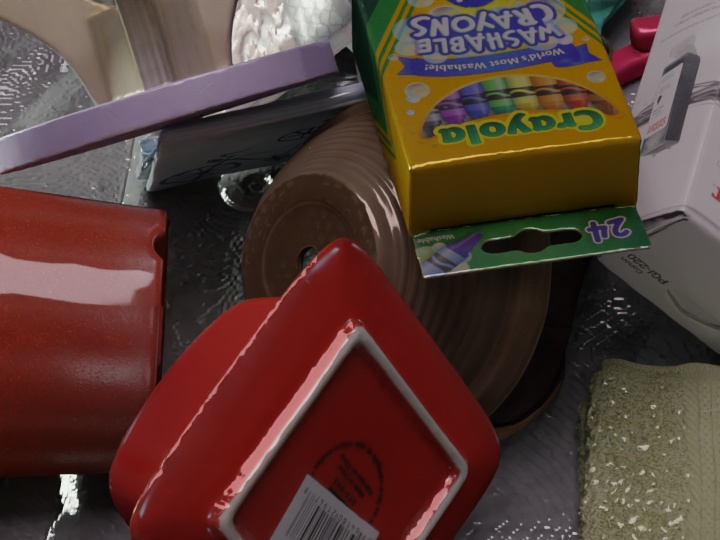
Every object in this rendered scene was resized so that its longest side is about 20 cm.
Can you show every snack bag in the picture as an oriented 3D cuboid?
[{"bbox_3d":[-0.043,-0.088,1.639,0.188,0.200,0.021,-13,85,-7],"label":"snack bag"}]

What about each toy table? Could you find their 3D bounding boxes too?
[{"bbox_3d":[-0.124,-0.138,1.536,0.199,0.118,0.184,-16,2,-10],"label":"toy table"}]

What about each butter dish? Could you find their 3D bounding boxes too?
[{"bbox_3d":[-0.054,0.101,1.428,0.148,0.200,0.200,15,62,44],"label":"butter dish"}]

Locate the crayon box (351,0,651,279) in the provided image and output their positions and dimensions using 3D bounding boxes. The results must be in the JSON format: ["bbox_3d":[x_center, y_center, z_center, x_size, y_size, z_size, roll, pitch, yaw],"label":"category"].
[{"bbox_3d":[0.074,-0.087,1.461,0.125,0.052,0.200,-8,43,-8],"label":"crayon box"}]

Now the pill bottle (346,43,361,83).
[{"bbox_3d":[0.032,-0.198,1.712,0.112,0.200,0.113,-2,44,2],"label":"pill bottle"}]

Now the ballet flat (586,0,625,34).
[{"bbox_3d":[0.123,-0.162,1.750,0.067,0.070,0.200,-22,26,39],"label":"ballet flat"}]

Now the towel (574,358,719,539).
[{"bbox_3d":[0.189,0.126,1.490,0.148,0.037,0.200,1,45,7],"label":"towel"}]

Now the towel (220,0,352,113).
[{"bbox_3d":[-0.076,-0.203,1.672,0.032,0.191,0.201,-3,70,-40],"label":"towel"}]

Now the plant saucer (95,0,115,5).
[{"bbox_3d":[-0.094,-0.191,1.824,0.199,0.050,0.201,-3,44,3],"label":"plant saucer"}]

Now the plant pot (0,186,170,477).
[{"bbox_3d":[-0.207,0.034,1.520,0.194,0.201,0.201,3,45,-3],"label":"plant pot"}]

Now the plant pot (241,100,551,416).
[{"bbox_3d":[0.000,0.000,1.510,0.201,0.201,0.093,38,21,35],"label":"plant pot"}]

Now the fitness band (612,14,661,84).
[{"bbox_3d":[0.232,-0.106,1.722,0.199,0.037,0.144,-6,47,0],"label":"fitness band"}]

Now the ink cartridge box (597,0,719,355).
[{"bbox_3d":[0.229,-0.062,1.570,0.085,0.145,0.200,-22,39,50],"label":"ink cartridge box"}]

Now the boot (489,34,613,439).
[{"bbox_3d":[0.096,-0.020,1.550,0.072,0.167,0.200,15,48,16],"label":"boot"}]
